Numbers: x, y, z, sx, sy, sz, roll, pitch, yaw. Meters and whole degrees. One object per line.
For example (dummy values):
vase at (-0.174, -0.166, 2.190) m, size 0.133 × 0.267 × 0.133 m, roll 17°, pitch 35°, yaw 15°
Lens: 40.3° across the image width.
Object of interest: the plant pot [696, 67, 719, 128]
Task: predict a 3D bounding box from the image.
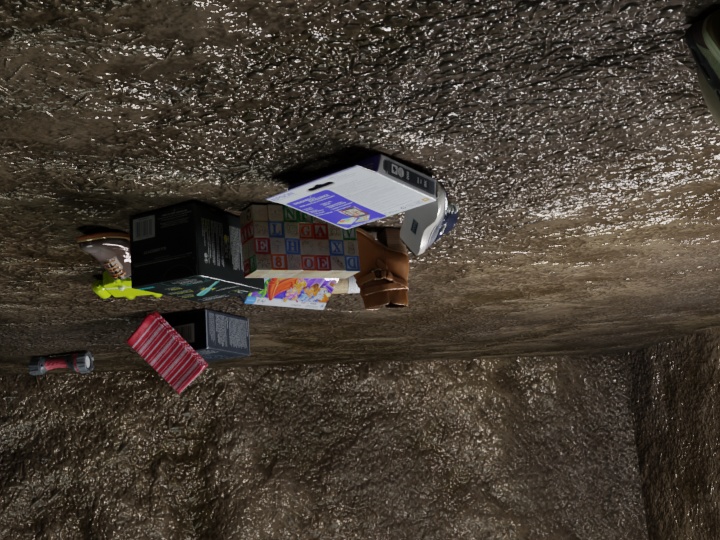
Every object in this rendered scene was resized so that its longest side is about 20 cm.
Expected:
plant pot at (0.529, -0.205, 1.214) m, size 0.199 × 0.136 × 0.200 m, roll -4°, pitch 167°, yaw -1°

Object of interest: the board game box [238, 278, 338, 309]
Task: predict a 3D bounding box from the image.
board game box at (-0.131, 0.004, 1.920) m, size 0.199 × 0.045 × 0.135 m, roll 7°, pitch 120°, yaw -42°

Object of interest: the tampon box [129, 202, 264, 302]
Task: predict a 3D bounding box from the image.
tampon box at (-0.284, -0.027, 1.718) m, size 0.149 × 0.127 × 0.200 m, roll -10°, pitch 167°, yaw 26°

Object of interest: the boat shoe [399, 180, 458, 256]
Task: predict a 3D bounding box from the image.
boat shoe at (0.128, -0.109, 1.675) m, size 0.092 × 0.075 × 0.200 m, roll -34°, pitch 164°, yaw -24°

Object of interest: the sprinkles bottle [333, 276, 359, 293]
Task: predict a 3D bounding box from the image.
sprinkles bottle at (-0.005, 0.016, 2.139) m, size 0.198 × 0.069 × 0.068 m, roll -3°, pitch 167°, yaw -9°

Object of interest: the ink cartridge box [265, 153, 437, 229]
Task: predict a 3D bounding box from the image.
ink cartridge box at (-0.014, -0.128, 1.548) m, size 0.197 × 0.044 × 0.199 m, roll -15°, pitch 159°, yaw 38°

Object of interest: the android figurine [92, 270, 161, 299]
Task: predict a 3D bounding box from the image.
android figurine at (-0.479, 0.029, 2.095) m, size 0.180 × 0.041 × 0.200 m, roll -3°, pitch 169°, yaw -5°

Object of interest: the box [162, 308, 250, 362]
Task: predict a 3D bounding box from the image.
box at (-0.409, 0.177, 2.611) m, size 0.147 × 0.108 × 0.200 m, roll -11°, pitch 165°, yaw 25°

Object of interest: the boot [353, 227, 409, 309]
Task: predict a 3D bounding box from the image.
boot at (0.000, 0.000, 1.870) m, size 0.198 × 0.157 × 0.077 m, roll 1°, pitch 167°, yaw -24°

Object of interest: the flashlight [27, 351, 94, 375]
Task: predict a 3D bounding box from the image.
flashlight at (-0.924, 0.291, 3.020) m, size 0.198 × 0.069 × 0.068 m, roll -8°, pitch 168°, yaw 10°

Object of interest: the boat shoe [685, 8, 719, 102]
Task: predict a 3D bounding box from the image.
boat shoe at (0.445, -0.211, 1.127) m, size 0.072 × 0.201 × 0.066 m, roll -44°, pitch -164°, yaw -14°

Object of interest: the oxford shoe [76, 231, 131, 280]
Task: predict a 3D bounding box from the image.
oxford shoe at (-0.444, -0.023, 1.795) m, size 0.071 × 0.074 × 0.200 m, roll -9°, pitch 166°, yaw 22°

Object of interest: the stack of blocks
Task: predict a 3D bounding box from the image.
stack of blocks at (-0.105, -0.049, 1.713) m, size 0.199 × 0.116 × 0.058 m, roll 1°, pitch 166°, yaw -29°

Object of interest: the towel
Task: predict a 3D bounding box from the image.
towel at (-0.501, 0.212, 2.523) m, size 0.145 × 0.200 × 0.022 m, roll -42°, pitch -176°, yaw 33°
